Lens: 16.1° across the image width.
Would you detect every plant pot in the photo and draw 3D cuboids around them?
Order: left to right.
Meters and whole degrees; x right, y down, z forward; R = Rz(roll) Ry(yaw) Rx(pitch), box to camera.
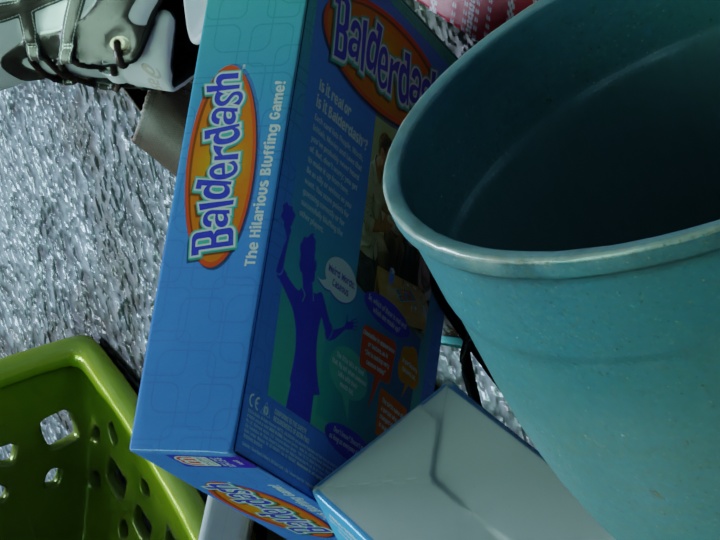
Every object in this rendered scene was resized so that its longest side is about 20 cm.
[{"bbox_3d":[-0.190,0.186,1.388,0.200,0.198,0.182,52,154,42],"label":"plant pot"},{"bbox_3d":[0.133,0.016,0.762,0.200,0.200,0.189,17,138,54],"label":"plant pot"}]

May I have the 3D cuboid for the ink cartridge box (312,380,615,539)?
[{"bbox_3d":[0.070,0.148,0.912,0.115,0.068,0.201,38,161,45],"label":"ink cartridge box"}]

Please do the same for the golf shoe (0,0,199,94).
[{"bbox_3d":[-0.123,-0.107,1.104,0.199,0.078,0.095,-32,71,15],"label":"golf shoe"}]

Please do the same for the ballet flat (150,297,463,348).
[{"bbox_3d":[0.000,0.000,1.062,0.199,0.072,0.072,3,113,38],"label":"ballet flat"}]

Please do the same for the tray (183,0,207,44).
[{"bbox_3d":[-0.053,-0.202,1.035,0.107,0.022,0.201,150,116,-61],"label":"tray"}]

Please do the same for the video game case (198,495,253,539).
[{"bbox_3d":[-0.075,0.197,1.149,0.201,0.023,0.183,-81,1,-45],"label":"video game case"}]

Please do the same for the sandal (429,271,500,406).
[{"bbox_3d":[0.078,0.055,0.901,0.200,0.043,0.076,53,148,35],"label":"sandal"}]

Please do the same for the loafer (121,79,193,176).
[{"bbox_3d":[-0.073,-0.060,1.161,0.200,0.071,0.073,56,149,21],"label":"loafer"}]

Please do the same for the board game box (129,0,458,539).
[{"bbox_3d":[-0.015,-0.009,0.934,0.045,0.152,0.201,0,70,26],"label":"board game box"}]

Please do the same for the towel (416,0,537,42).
[{"bbox_3d":[0.032,-0.167,0.968,0.200,0.022,0.145,38,137,40],"label":"towel"}]

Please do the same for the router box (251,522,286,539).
[{"bbox_3d":[0.003,0.133,1.180,0.157,0.052,0.201,44,143,37],"label":"router box"}]
